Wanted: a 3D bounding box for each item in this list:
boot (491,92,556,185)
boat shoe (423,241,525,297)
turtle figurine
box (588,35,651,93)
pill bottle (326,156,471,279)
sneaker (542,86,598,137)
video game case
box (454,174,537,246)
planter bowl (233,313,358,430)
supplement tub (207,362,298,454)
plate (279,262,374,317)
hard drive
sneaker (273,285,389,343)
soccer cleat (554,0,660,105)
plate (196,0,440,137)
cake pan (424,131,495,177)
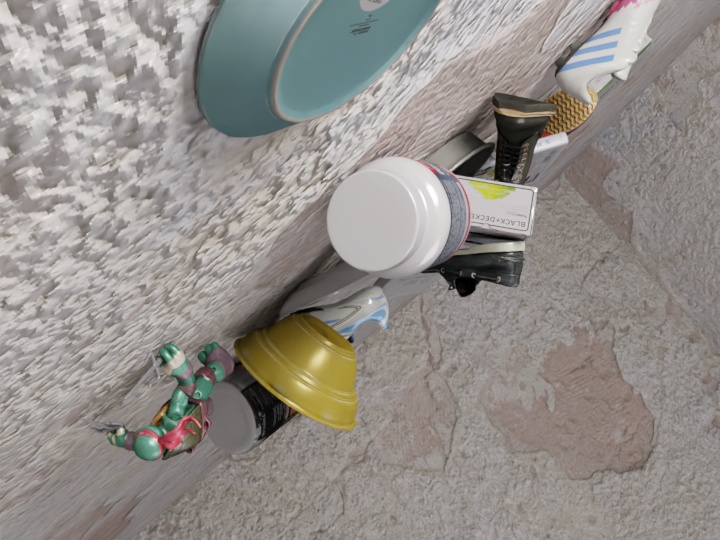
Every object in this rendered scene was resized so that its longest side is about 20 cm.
[{"bbox_3d":[0.201,-0.152,0.855,0.199,0.076,0.141,-22,127,-64],"label":"boot"},{"bbox_3d":[0.147,0.002,0.903,0.073,0.068,0.197,-4,178,-39],"label":"boat shoe"},{"bbox_3d":[-0.207,0.151,0.707,0.149,0.101,0.200,-43,177,15],"label":"turtle figurine"},{"bbox_3d":[0.536,-0.420,1.371,0.144,0.036,0.199,-45,173,22],"label":"box"},{"bbox_3d":[0.042,-0.055,0.679,0.119,0.120,0.200,-43,172,18],"label":"pill bottle"},{"bbox_3d":[0.334,-0.254,1.177,0.199,0.076,0.090,-35,173,28],"label":"sneaker"},{"bbox_3d":[0.237,-0.165,1.116,0.178,0.022,0.200,-16,170,-2],"label":"video game case"},{"bbox_3d":[0.170,-0.072,0.900,0.200,0.114,0.062,29,72,-80],"label":"box"},{"bbox_3d":[-0.065,0.116,0.884,0.084,0.199,0.200,-56,170,5],"label":"planter bowl"},{"bbox_3d":[-0.157,0.199,1.070,0.123,0.123,0.199,-45,171,30],"label":"supplement tub"},{"bbox_3d":[0.000,0.000,0.931,0.197,0.033,0.199,-25,177,22],"label":"plate"},{"bbox_3d":[0.111,-0.020,1.109,0.130,0.027,0.201,-8,150,-40],"label":"hard drive"},{"bbox_3d":[-0.051,0.083,0.983,0.196,0.074,0.072,-17,-177,5],"label":"sneaker"},{"bbox_3d":[0.358,-0.316,0.900,0.200,0.087,0.070,-46,170,28],"label":"soccer cleat"},{"bbox_3d":[-0.003,-0.139,0.363,0.199,0.026,0.200,-40,172,-7],"label":"plate"},{"bbox_3d":[0.102,-0.117,0.919,0.199,0.037,0.200,-41,172,-7],"label":"cake pan"}]
